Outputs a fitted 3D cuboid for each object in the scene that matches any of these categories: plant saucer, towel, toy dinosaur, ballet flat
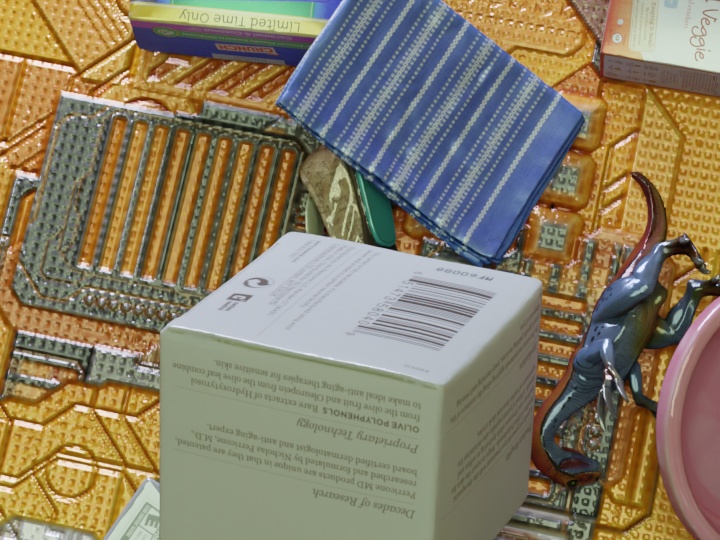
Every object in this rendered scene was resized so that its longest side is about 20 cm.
[{"bbox_3d":[0.277,0.103,1.599,0.199,0.051,0.202,-1,93,-28],"label":"plant saucer"},{"bbox_3d":[0.053,-0.114,1.685,0.200,0.024,0.145,37,73,-10],"label":"towel"},{"bbox_3d":[0.183,0.061,1.665,0.181,0.105,0.200,-38,35,10],"label":"toy dinosaur"},{"bbox_3d":[0.000,0.000,1.691,0.065,0.070,0.202,-23,70,27],"label":"ballet flat"}]

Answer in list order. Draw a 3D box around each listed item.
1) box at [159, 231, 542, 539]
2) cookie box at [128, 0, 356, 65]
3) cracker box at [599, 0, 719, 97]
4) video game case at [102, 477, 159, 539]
[{"bbox_3d":[-0.005,0.097,1.545,0.198,0.199,0.173,10,113,21],"label":"box"},{"bbox_3d":[-0.074,-0.260,1.748,0.170,0.075,0.202,6,77,5],"label":"cookie box"},{"bbox_3d":[0.282,-0.195,1.710,0.198,0.058,0.135,10,77,7],"label":"cracker box"},{"bbox_3d":[-0.130,0.274,1.611,0.182,0.023,0.201,33,79,13],"label":"video game case"}]
